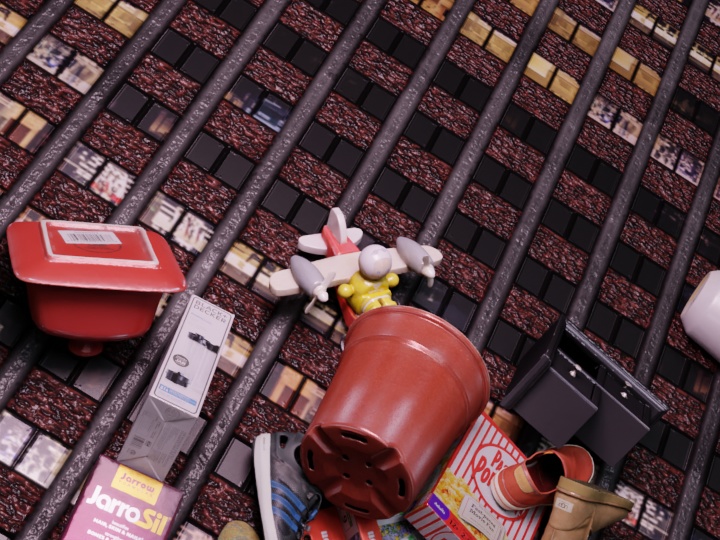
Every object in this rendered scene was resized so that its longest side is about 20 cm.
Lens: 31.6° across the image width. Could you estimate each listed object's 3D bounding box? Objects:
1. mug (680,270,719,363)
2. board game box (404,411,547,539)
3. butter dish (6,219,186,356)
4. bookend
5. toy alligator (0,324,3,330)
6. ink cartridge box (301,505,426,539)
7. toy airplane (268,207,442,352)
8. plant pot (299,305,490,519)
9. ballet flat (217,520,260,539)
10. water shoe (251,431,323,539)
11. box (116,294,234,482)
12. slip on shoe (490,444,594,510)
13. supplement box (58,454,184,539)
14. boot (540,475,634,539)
[{"bbox_3d":[0.565,0.080,1.910,0.153,0.187,0.150,33,87,7],"label":"mug"},{"bbox_3d":[0.153,0.291,1.596,0.152,0.046,0.200,47,39,-8],"label":"board game box"},{"bbox_3d":[-0.324,0.032,1.527,0.199,0.149,0.200,3,21,-20],"label":"butter dish"},{"bbox_3d":[0.301,0.178,1.684,0.199,0.092,0.200,41,20,4],"label":"bookend"},{"bbox_3d":[-0.518,0.074,1.469,0.199,0.059,0.055,11,101,-20],"label":"toy alligator"},{"bbox_3d":[0.021,0.324,1.562,0.199,0.050,0.110,-7,65,-27],"label":"ink cartridge box"},{"bbox_3d":[0.000,0.000,1.681,0.198,0.141,0.201,31,55,-4],"label":"toy airplane"},{"bbox_3d":[0.031,0.180,1.536,0.200,0.201,0.196,37,43,-1],"label":"plant pot"},{"bbox_3d":[-0.136,0.377,1.454,0.070,0.071,0.201,13,58,-16],"label":"ballet flat"},{"bbox_3d":[-0.081,0.284,1.516,0.078,0.072,0.201,-9,64,-5],"label":"water shoe"},{"bbox_3d":[-0.214,0.134,1.487,0.060,0.117,0.200,25,31,-8],"label":"box"},{"bbox_3d":[0.246,0.261,1.628,0.199,0.061,0.074,-4,63,-49],"label":"slip on shoe"},{"bbox_3d":[-0.286,0.323,1.406,0.110,0.086,0.201,25,55,-8],"label":"supplement box"},{"bbox_3d":[0.259,0.366,1.604,0.175,0.066,0.201,23,87,-48],"label":"boot"}]
